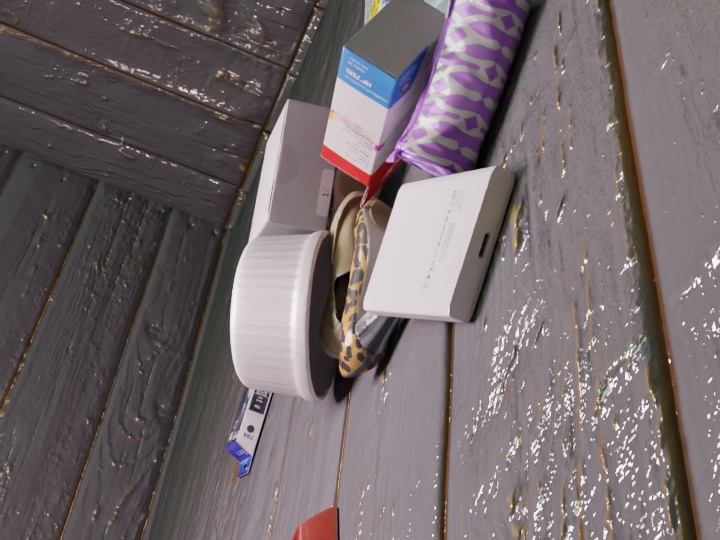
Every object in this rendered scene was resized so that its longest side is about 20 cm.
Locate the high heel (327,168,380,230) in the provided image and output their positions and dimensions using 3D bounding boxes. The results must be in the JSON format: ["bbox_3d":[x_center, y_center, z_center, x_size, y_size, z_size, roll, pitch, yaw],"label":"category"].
[{"bbox_3d":[-0.031,-0.076,1.489,0.142,0.070,0.203,147,133,-62],"label":"high heel"}]

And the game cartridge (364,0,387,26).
[{"bbox_3d":[0.040,-0.355,1.447,0.134,0.040,0.202,124,154,-49],"label":"game cartridge"}]

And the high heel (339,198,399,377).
[{"bbox_3d":[0.002,0.015,1.200,0.144,0.071,0.201,-58,24,25],"label":"high heel"}]

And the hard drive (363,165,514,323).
[{"bbox_3d":[0.066,-0.021,1.006,0.200,0.026,0.134,-1,70,69],"label":"hard drive"}]

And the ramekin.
[{"bbox_3d":[-0.087,0.052,1.316,0.200,0.096,0.204,3,-90,-81],"label":"ramekin"}]

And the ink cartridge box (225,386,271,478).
[{"bbox_3d":[-0.181,0.238,1.826,0.099,0.039,0.203,137,150,-66],"label":"ink cartridge box"}]

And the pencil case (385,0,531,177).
[{"bbox_3d":[0.097,-0.185,1.060,0.084,0.084,0.203,9,81,68],"label":"pencil case"}]

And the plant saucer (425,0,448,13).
[{"bbox_3d":[0.090,-0.270,1.256,0.200,0.038,0.204,-32,45,38],"label":"plant saucer"}]

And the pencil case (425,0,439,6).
[{"bbox_3d":[0.130,-0.407,1.314,0.078,0.086,0.202,41,120,31],"label":"pencil case"}]

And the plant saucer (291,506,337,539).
[{"bbox_3d":[-0.074,0.361,1.079,0.201,0.036,0.202,-93,25,-66],"label":"plant saucer"}]

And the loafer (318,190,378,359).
[{"bbox_3d":[0.000,0.000,1.267,0.068,0.074,0.203,140,139,-66],"label":"loafer"}]

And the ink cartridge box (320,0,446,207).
[{"bbox_3d":[0.022,-0.174,1.152,0.116,0.067,0.201,-50,-14,-35],"label":"ink cartridge box"}]

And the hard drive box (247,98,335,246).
[{"bbox_3d":[-0.087,-0.112,1.430,0.200,0.075,0.159,144,136,-75],"label":"hard drive box"}]
